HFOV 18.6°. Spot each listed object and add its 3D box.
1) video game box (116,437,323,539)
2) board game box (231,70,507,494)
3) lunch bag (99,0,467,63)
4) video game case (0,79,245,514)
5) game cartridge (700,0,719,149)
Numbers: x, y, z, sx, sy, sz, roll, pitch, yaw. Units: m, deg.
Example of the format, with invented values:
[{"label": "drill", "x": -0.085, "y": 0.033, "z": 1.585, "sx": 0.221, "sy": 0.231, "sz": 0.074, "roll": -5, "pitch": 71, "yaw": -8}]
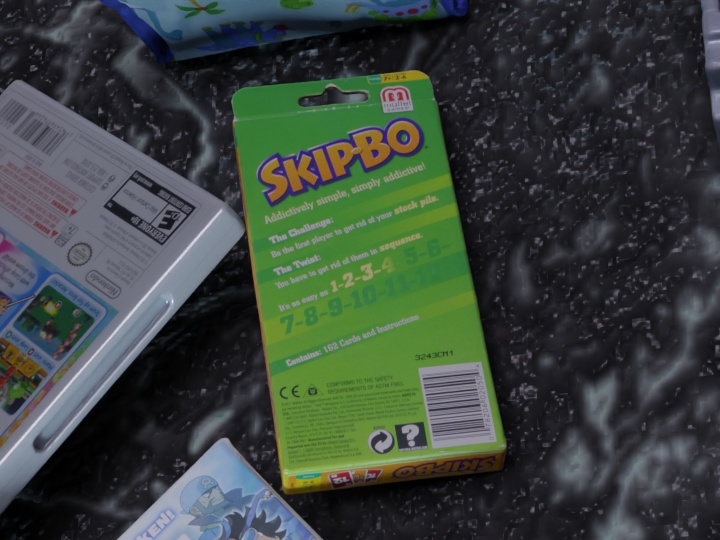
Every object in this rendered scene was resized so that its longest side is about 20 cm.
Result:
[{"label": "video game box", "x": -0.067, "y": 0.197, "z": 0.891, "sx": 0.200, "sy": 0.047, "sz": 0.182, "roll": -44, "pitch": 59, "yaw": -6}, {"label": "board game box", "x": 0.000, "y": 0.000, "z": 0.969, "sx": 0.095, "sy": 0.030, "sz": 0.201, "roll": -6, "pitch": 60, "yaw": -6}, {"label": "lunch bag", "x": -0.039, "y": -0.215, "z": 1.063, "sx": 0.169, "sy": 0.127, "sz": 0.201, "roll": -7, "pitch": 69, "yaw": 18}, {"label": "video game case", "x": -0.168, "y": 0.010, "z": 1.021, "sx": 0.182, "sy": 0.024, "sz": 0.200, "roll": -50, "pitch": 42, "yaw": -9}, {"label": "game cartridge", "x": 0.165, "y": -0.124, "z": 0.926, "sx": 0.041, "sy": 0.133, "sz": 0.201, "roll": -4, "pitch": 62, "yaw": 11}]
